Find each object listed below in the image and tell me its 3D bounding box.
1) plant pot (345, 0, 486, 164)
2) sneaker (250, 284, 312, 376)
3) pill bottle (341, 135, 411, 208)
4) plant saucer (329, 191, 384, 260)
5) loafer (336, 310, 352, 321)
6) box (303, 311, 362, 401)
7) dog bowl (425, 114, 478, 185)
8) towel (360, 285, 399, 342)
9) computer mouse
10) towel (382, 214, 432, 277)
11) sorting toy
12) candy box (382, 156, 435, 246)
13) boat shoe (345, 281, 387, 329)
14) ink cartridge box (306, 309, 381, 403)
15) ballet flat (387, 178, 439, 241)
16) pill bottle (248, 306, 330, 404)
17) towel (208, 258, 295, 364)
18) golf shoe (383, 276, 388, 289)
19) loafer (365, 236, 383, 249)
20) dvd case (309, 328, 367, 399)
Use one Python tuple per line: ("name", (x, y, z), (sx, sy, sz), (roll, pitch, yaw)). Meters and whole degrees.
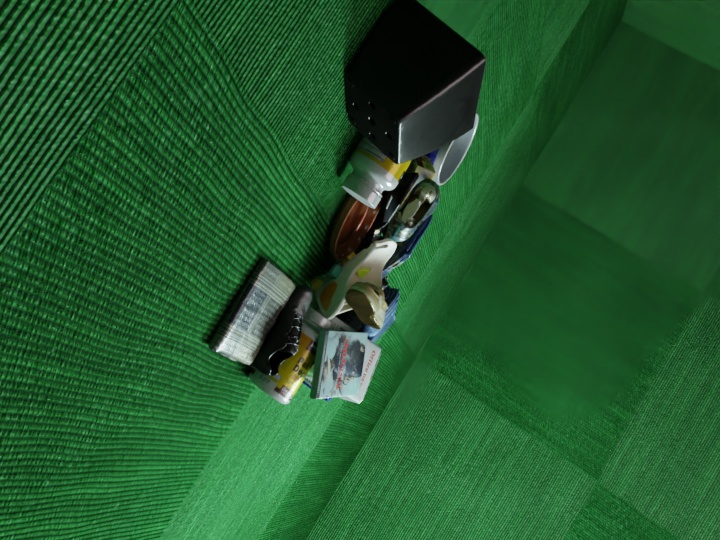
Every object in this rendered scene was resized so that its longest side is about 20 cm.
("plant pot", (0.080, -0.313, 1.330), (0.177, 0.199, 0.201), (-41, 161, -15))
("sneaker", (-0.149, 0.127, 1.552), (0.075, 0.090, 0.203), (30, 89, -41))
("pill bottle", (0.047, -0.231, 1.500), (0.203, 0.110, 0.111), (-58, 165, -1))
("plant saucer", (-0.012, -0.117, 1.677), (0.202, 0.032, 0.202), (-54, 165, -22))
("loafer", (-0.032, 0.064, 1.886), (0.202, 0.072, 0.072), (-56, 169, -8))
("box", (-0.069, 0.205, 1.964), (0.185, 0.104, 0.202), (-50, 163, -27))
("dog bowl", (0.219, -0.326, 1.937), (0.201, 0.078, 0.202), (-53, 163, -23))
("towel", (0.045, 0.114, 1.822), (0.112, 0.048, 0.201), (-48, 170, -17))
("computer mouse", (0.057, -0.138, 1.721), (0.201, 0.046, 0.141), (-57, 179, 41))
("towel", (0.100, -0.048, 1.884), (0.148, 0.024, 0.200), (-55, -172, -36))
("sorting toy", (0.000, 0.000, 1.685), (0.180, 0.108, 0.199), (-46, 165, 24))
("candy box", (0.113, -0.174, 1.846), (0.116, 0.054, 0.203), (-94, -153, -66))
("boat shoe", (0.017, 0.061, 1.629), (0.201, 0.072, 0.068), (70, 43, -66))
("ink cartridge box", (-0.060, 0.203, 1.786), (0.199, 0.082, 0.149), (37, 69, -35))
("ballet flat", (0.130, -0.147, 1.694), (0.202, 0.073, 0.075), (-57, 167, -32))
("pill bottle", (-0.148, 0.177, 1.645), (0.203, 0.108, 0.109), (-57, 165, -8))
("towel", (-0.205, 0.082, 1.448), (0.196, 0.034, 0.200), (-60, 163, -8))
("golf shoe", (0.018, 0.067, 1.981), (0.094, 0.078, 0.201), (-39, -171, 23))
("loafer", (0.032, -0.053, 1.848), (0.072, 0.063, 0.200), (-41, 177, 13))
("dvd case", (-0.045, 0.206, 1.684), (0.199, 0.022, 0.150), (13, 85, -61))
